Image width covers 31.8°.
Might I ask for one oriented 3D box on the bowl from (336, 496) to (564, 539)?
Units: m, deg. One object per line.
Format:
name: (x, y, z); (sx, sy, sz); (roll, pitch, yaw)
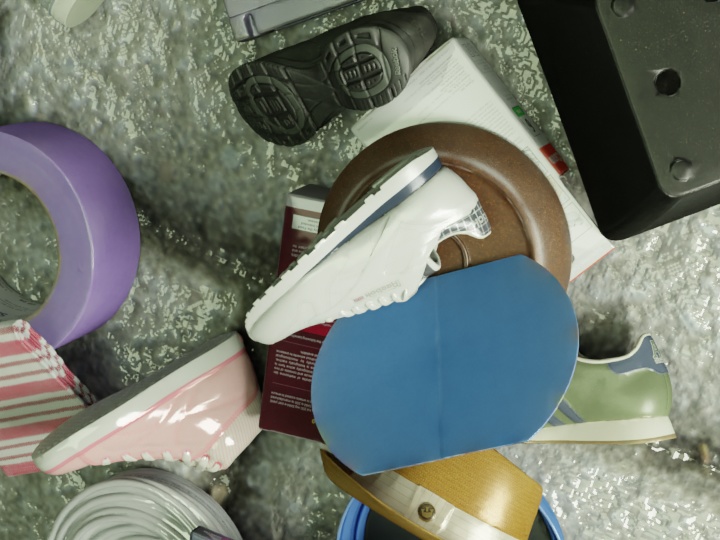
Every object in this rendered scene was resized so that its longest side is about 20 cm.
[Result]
bowl: (0.078, 0.242, 1.054); (0.199, 0.039, 0.202); (4, 103, 18)

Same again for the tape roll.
tape roll: (-0.299, -0.026, 1.104); (0.199, 0.085, 0.202); (4, 103, 18)

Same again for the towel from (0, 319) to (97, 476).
towel: (-0.302, 0.112, 1.104); (0.145, 0.030, 0.200); (-11, 136, 21)

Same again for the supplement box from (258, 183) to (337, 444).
supplement box: (-0.014, 0.040, 1.031); (0.108, 0.061, 0.202); (12, 104, 14)

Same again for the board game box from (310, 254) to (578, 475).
board game box: (0.063, 0.075, 0.899); (0.199, 0.159, 0.039); (-15, 137, 17)

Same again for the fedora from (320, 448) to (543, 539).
fedora: (0.068, 0.159, 0.931); (0.200, 0.201, 0.082); (28, 85, 12)

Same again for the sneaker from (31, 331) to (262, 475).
sneaker: (-0.167, 0.142, 1.062); (0.199, 0.075, 0.105); (-29, 102, -17)

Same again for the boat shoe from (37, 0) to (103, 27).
boat shoe: (-0.214, -0.296, 1.027); (0.071, 0.070, 0.201); (39, 113, 4)

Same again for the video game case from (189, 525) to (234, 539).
video game case: (-0.062, 0.309, 1.038); (0.199, 0.019, 0.144); (18, 108, 22)

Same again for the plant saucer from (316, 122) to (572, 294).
plant saucer: (0.059, -0.009, 0.953); (0.199, 0.034, 0.202); (3, 102, 13)

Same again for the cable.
cable: (-0.189, 0.277, 1.137); (0.199, 0.069, 0.201); (22, 106, 14)

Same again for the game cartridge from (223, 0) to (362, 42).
game cartridge: (-0.026, -0.271, 0.989); (0.199, 0.038, 0.131); (-14, 92, 21)

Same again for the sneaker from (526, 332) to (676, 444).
sneaker: (0.146, 0.090, 0.992); (0.199, 0.067, 0.091); (-3, 85, 24)

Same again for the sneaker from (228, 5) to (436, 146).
sneaker: (-0.020, -0.155, 0.991); (0.199, 0.091, 0.076); (-7, 117, 41)

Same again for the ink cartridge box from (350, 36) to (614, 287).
ink cartridge box: (0.097, -0.069, 0.979); (0.109, 0.050, 0.200); (-39, 88, 21)

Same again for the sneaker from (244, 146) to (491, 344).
sneaker: (0.000, 0.000, 0.918); (0.200, 0.076, 0.081); (-39, 99, 20)

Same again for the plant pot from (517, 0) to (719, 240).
plant pot: (0.231, -0.136, 0.830); (0.199, 0.177, 0.201); (-20, 95, 7)
